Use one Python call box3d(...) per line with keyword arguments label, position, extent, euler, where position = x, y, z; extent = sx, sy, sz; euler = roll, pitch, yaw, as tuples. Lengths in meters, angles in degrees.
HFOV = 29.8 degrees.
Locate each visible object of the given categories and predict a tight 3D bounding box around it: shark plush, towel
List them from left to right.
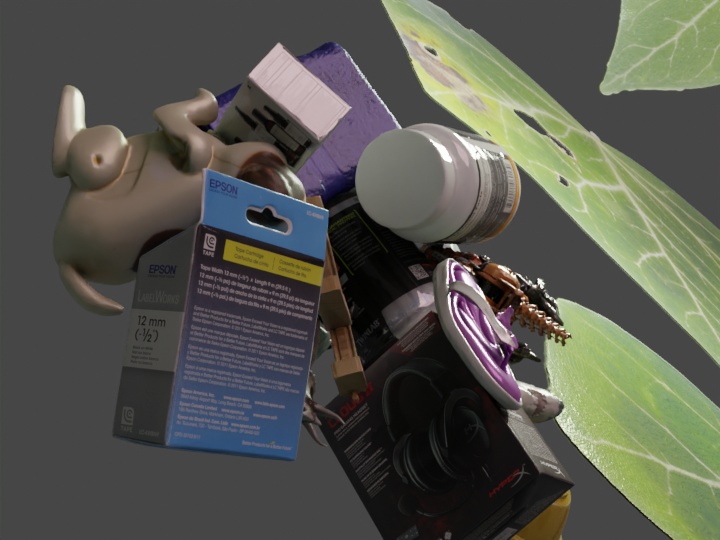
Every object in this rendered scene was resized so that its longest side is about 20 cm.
box3d(label="towel", position=(-0.061, -0.133, 1.350), extent=(0.200, 0.050, 0.148), euler=(-33, 87, -35))
box3d(label="shark plush", position=(0.102, 0.135, 1.286), extent=(0.083, 0.200, 0.092), euler=(-1, 75, -30))

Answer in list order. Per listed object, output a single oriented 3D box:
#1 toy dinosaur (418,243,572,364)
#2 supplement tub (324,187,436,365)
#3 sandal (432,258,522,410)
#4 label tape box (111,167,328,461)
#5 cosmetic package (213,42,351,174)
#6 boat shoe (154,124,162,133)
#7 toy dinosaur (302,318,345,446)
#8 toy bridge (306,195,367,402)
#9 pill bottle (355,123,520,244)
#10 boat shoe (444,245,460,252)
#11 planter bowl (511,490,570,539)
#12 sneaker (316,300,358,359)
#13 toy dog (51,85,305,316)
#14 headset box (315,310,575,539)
box3d(label="toy dinosaur", position=(0.134, 0.034, 1.380), extent=(0.136, 0.102, 0.200), euler=(40, 15, -44))
box3d(label="supplement tub", position=(0.000, 0.000, 1.377), extent=(0.200, 0.123, 0.122), euler=(53, 22, 21))
box3d(label="sandal", position=(0.104, 0.040, 1.159), extent=(0.082, 0.050, 0.203), euler=(39, 17, -29))
box3d(label="label tape box", position=(-0.102, 0.037, 1.024), extent=(0.143, 0.066, 0.201), euler=(16, 77, -50))
box3d(label="cosmetic package", position=(-0.084, -0.114, 1.181), extent=(0.083, 0.200, 0.051), euler=(43, 64, -3))
box3d(label="boat shoe", position=(-0.184, -0.092, 1.306), extent=(0.074, 0.065, 0.202), euler=(45, 16, -23))
box3d(label="toy dinosaur", position=(-0.072, 0.062, 1.176), extent=(0.102, 0.077, 0.201), euler=(38, 34, -27))
box3d(label="toy bridge", position=(-0.025, 0.031, 1.205), extent=(0.067, 0.027, 0.201), euler=(74, 1, -56))
box3d(label="pill bottle", position=(0.078, -0.085, 1.347), extent=(0.117, 0.116, 0.200), euler=(50, 19, 17))
box3d(label="boat shoe", position=(0.101, 0.067, 1.518), extent=(0.072, 0.071, 0.201), euler=(35, 38, -59))
box3d(label="planter bowl", position=(0.140, 0.205, 1.294), extent=(0.200, 0.083, 0.201), euler=(37, 22, -17))
box3d(label="sneaker", position=(-0.078, 0.025, 1.242), extent=(0.118, 0.074, 0.200), euler=(46, 17, 24))
box3d(label="toy dog", position=(-0.144, -0.058, 1.094), extent=(0.198, 0.140, 0.195), euler=(1, 49, -1))
box3d(label="headset box", position=(0.063, 0.146, 1.161), extent=(0.077, 0.149, 0.200), euler=(27, 26, -55))
